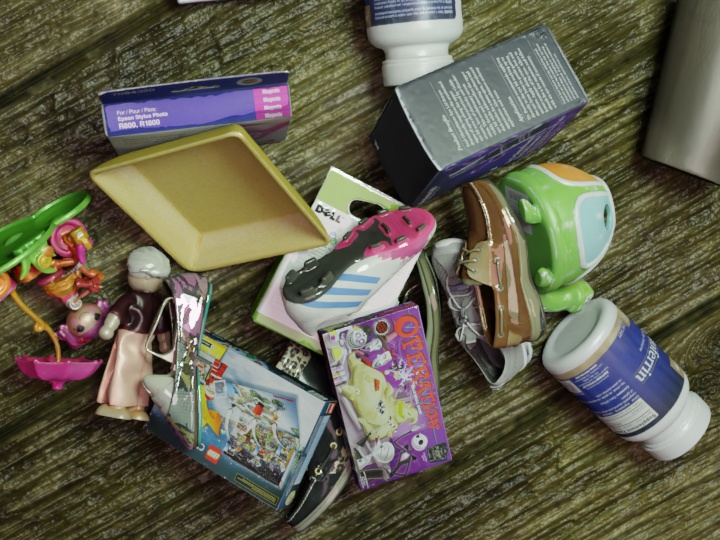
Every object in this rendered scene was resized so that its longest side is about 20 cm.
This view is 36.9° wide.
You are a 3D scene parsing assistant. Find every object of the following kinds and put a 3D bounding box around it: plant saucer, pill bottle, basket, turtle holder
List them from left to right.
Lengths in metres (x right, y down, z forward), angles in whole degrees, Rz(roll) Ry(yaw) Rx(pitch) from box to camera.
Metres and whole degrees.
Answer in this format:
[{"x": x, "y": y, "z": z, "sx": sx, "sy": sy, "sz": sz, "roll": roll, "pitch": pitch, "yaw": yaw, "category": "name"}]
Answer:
[{"x": -0.160, "y": -0.085, "z": 1.190, "sx": 0.199, "sy": 0.049, "sz": 0.200, "roll": -11, "pitch": 142, "yaw": 26, "category": "plant saucer"}, {"x": 0.059, "y": -0.313, "z": 1.225, "sx": 0.111, "sy": 0.111, "sz": 0.201, "roll": -6, "pitch": 99, "yaw": -7, "category": "pill bottle"}, {"x": 0.237, "y": -0.039, "z": 1.280, "sx": 0.131, "sy": 0.141, "sz": 0.186, "roll": -21, "pitch": 87, "yaw": -19, "category": "turtle holder"}, {"x": 0.331, "y": 0.138, "z": 1.334, "sx": 0.200, "sy": 0.116, "sz": 0.116, "roll": 42, "pitch": 91, "yaw": -13, "category": "pill bottle"}, {"x": 0.426, "y": -0.210, "z": 1.289, "sx": 0.180, "sy": 0.136, "sz": 0.201, "roll": 18, "pitch": 100, "yaw": -9, "category": "basket"}]

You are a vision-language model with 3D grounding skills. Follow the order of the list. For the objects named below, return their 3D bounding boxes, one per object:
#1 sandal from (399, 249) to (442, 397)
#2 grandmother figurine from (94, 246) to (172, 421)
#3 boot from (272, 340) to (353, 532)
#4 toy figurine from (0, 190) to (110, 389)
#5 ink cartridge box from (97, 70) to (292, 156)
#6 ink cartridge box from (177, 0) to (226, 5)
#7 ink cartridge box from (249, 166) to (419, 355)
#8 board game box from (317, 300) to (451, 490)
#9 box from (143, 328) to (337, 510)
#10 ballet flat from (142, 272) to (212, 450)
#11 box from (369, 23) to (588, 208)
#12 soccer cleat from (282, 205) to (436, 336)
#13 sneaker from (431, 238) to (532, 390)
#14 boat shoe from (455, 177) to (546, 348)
[{"x": 0.069, "y": 0.075, "z": 1.308, "sx": 0.057, "sy": 0.080, "sz": 0.202, "roll": 1, "pitch": 99, "yaw": 5, "category": "sandal"}, {"x": -0.261, "y": 0.070, "z": 1.250, "sx": 0.060, "sy": 0.121, "sz": 0.201, "roll": 8, "pitch": 83, "yaw": 18, "category": "grandmother figurine"}, {"x": -0.073, "y": 0.198, "z": 1.311, "sx": 0.153, "sy": 0.073, "sz": 0.204, "roll": 34, "pitch": 93, "yaw": -7, "category": "boot"}, {"x": -0.349, "y": 0.038, "z": 1.233, "sx": 0.200, "sy": 0.150, "sz": 0.184, "roll": -39, "pitch": 118, "yaw": -25, "category": "toy figurine"}, {"x": -0.174, "y": -0.163, "z": 1.169, "sx": 0.196, "sy": 0.200, "sz": 0.043, "roll": -8, "pitch": 88, "yaw": -6, "category": "ink cartridge box"}, {"x": -0.116, "y": -0.371, "z": 1.227, "sx": 0.199, "sy": 0.042, "sz": 0.120, "roll": -7, "pitch": 100, "yaw": -5, "category": "ink cartridge box"}, {"x": -0.021, "y": -0.003, "z": 1.282, "sx": 0.147, "sy": 0.076, "sz": 0.201, "roll": 27, "pitch": 92, "yaw": -11, "category": "ink cartridge box"}, {"x": 0.030, "y": 0.147, "z": 1.265, "sx": 0.120, "sy": 0.032, "sz": 0.201, "roll": -18, "pitch": 105, "yaw": -16, "category": "board game box"}, {"x": -0.142, "y": 0.168, "z": 1.258, "sx": 0.200, "sy": 0.038, "sz": 0.137, "roll": 27, "pitch": 96, "yaw": 21, "category": "box"}, {"x": -0.211, "y": 0.102, "z": 1.228, "sx": 0.071, "sy": 0.069, "sz": 0.201, "roll": 5, "pitch": 84, "yaw": -19, "category": "ballet flat"}, {"x": 0.128, "y": -0.170, "z": 1.212, "sx": 0.199, "sy": 0.148, "sz": 0.105, "roll": -26, "pitch": 83, "yaw": -14, "category": "box"}, {"x": 0.000, "y": 0.000, "z": 1.220, "sx": 0.200, "sy": 0.070, "sz": 0.087, "roll": -30, "pitch": 137, "yaw": -15, "category": "soccer cleat"}, {"x": 0.143, "y": 0.052, "z": 1.293, "sx": 0.075, "sy": 0.082, "sz": 0.200, "roll": -19, "pitch": 111, "yaw": 39, "category": "sneaker"}, {"x": 0.150, "y": -0.004, "z": 1.232, "sx": 0.074, "sy": 0.076, "sz": 0.201, "roll": -20, "pitch": 95, "yaw": -16, "category": "boat shoe"}]
